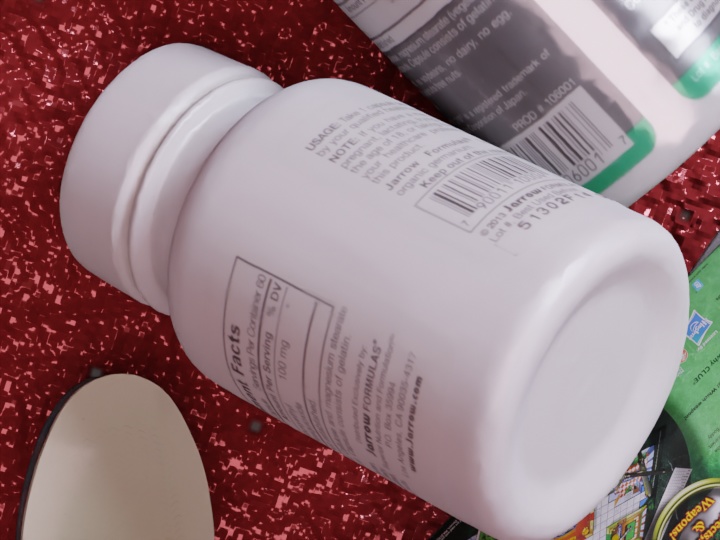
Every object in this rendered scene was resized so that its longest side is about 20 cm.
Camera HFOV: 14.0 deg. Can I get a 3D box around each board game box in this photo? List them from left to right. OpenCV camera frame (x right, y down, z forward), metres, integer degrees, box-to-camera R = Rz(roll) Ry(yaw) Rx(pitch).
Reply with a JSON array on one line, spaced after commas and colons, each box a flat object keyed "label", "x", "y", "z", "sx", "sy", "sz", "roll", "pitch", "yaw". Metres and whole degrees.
[{"label": "board game box", "x": 0.105, "y": 0.072, "z": 0.974, "sx": 0.200, "sy": 0.105, "sz": 0.023, "roll": -46, "pitch": 137, "yaw": 11}]

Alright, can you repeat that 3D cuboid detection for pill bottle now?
[{"label": "pill bottle", "x": 0.000, "y": 0.000, "z": 0.978, "sx": 0.200, "sy": 0.114, "sz": 0.115, "roll": 27, "pitch": 100, "yaw": 31}, {"label": "pill bottle", "x": 0.043, "y": -0.119, "z": 0.996, "sx": 0.113, "sy": 0.113, "sz": 0.200, "roll": -43, "pitch": 98, "yaw": 6}]

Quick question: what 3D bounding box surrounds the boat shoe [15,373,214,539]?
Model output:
[{"label": "boat shoe", "x": -0.089, "y": 0.133, "z": 1.061, "sx": 0.071, "sy": 0.063, "sz": 0.201, "roll": -6, "pitch": 100, "yaw": -11}]

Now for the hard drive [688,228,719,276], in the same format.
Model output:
[{"label": "hard drive", "x": 0.140, "y": 0.084, "z": 1.043, "sx": 0.132, "sy": 0.027, "sz": 0.200, "roll": 34, "pitch": 110, "yaw": 4}]
